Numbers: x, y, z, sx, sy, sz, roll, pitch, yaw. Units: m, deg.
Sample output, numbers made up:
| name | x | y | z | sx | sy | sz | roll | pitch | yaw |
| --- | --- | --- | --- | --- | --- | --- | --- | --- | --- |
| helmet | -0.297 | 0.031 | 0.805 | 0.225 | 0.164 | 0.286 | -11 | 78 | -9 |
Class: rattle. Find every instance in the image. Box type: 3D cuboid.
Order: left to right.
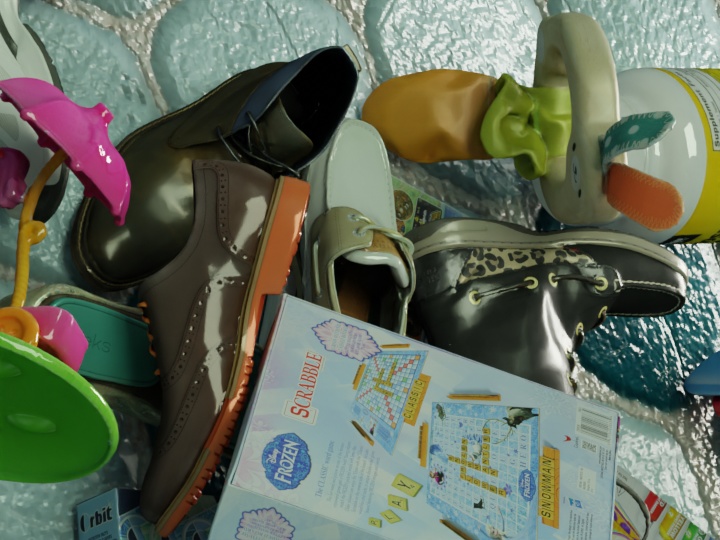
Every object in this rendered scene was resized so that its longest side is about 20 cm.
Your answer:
| name | x | y | z | sx | sy | sz | roll | pitch | yaw |
| --- | --- | --- | --- | --- | --- | --- | --- | --- | --- |
| rattle | 0.094 | -0.078 | 1.662 | 0.142 | 0.131 | 0.200 | 14 | 26 | -15 |

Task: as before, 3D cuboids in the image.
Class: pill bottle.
| name | x | y | z | sx | sy | sz | roll | pitch | yaw |
| --- | --- | --- | --- | --- | --- | --- | --- | --- | --- |
| pill bottle | 0.208 | -0.073 | 1.833 | 0.199 | 0.112 | 0.113 | -3 | 75 | -39 |

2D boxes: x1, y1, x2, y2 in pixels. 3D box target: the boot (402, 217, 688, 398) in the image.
| name | x | y | z | sx | sy | sz | roll | pitch | yaw |
| --- | --- | --- | --- | --- | --- | --- | --- | --- | --- |
| boot | 0.117 | 0.051 | 1.703 | 0.199 | 0.073 | 0.151 | 9 | 61 | -32 |

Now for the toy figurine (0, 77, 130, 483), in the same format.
| name | x | y | z | sx | sy | sz | roll | pitch | yaw |
| --- | --- | --- | --- | --- | --- | --- | --- | --- | --- |
| toy figurine | -0.194 | -0.011 | 1.443 | 0.150 | 0.199 | 0.185 | 65 | 34 | -52 |

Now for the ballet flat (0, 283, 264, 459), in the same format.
| name | x | y | z | sx | sy | sz | roll | pitch | yaw |
| --- | --- | --- | --- | --- | --- | --- | --- | --- | --- |
| ballet flat | -0.114 | 0.051 | 1.558 | 0.199 | 0.062 | 0.068 | 27 | 76 | -35 |

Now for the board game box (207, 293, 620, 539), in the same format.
| name | x | y | z | sx | sy | sz | roll | pitch | yaw |
| --- | --- | --- | --- | --- | --- | --- | --- | --- | --- |
| board game box | 0.033 | 0.106 | 1.483 | 0.198 | 0.041 | 0.200 | 20 | 28 | -2 |

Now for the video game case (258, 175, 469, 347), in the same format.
| name | x | y | z | sx | sy | sz | roll | pitch | yaw |
| --- | --- | --- | --- | --- | --- | --- | --- | --- | --- |
| video game case | 0.034 | 0.022 | 1.718 | 0.199 | 0.018 | 0.144 | 27 | 58 | -29 |

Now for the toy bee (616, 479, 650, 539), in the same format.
| name | x | y | z | sx | sy | sz | roll | pitch | yaw |
| --- | --- | --- | --- | --- | --- | --- | --- | --- | --- |
| toy bee | 0.042 | 0.163 | 1.580 | 0.199 | 0.109 | 0.132 | 20 | 65 | -17 |

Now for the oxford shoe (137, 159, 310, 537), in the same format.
| name | x | y | z | sx | sy | sz | roll | pitch | yaw |
| --- | --- | --- | --- | --- | --- | --- | --- | --- | --- |
| oxford shoe | -0.089 | 0.039 | 1.510 | 0.072 | 0.071 | 0.201 | 18 | 81 | -5 |

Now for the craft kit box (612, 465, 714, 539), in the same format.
| name | x | y | z | sx | sy | sz | roll | pitch | yaw |
| --- | --- | --- | --- | --- | --- | --- | --- | --- | --- |
| craft kit box | 0.161 | 0.235 | 1.724 | 0.200 | 0.048 | 0.198 | 37 | 56 | -22 |

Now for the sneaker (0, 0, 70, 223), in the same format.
| name | x | y | z | sx | sy | sz | roll | pitch | yaw |
| --- | --- | --- | --- | --- | --- | --- | --- | --- | --- |
| sneaker | -0.232 | -0.112 | 1.532 | 0.115 | 0.076 | 0.202 | -9 | 71 | -32 |

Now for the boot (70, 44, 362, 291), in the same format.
| name | x | y | z | sx | sy | sz | roll | pitch | yaw |
| --- | --- | --- | --- | --- | --- | --- | --- | --- | --- |
| boot | -0.080 | -0.066 | 1.607 | 0.075 | 0.097 | 0.200 | 51 | 49 | -11 |

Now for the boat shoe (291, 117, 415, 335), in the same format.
| name | x | y | z | sx | sy | sz | roll | pitch | yaw |
| --- | --- | --- | --- | --- | --- | --- | --- | --- | --- |
| boat shoe | 0.000 | 0.000 | 1.642 | 0.074 | 0.068 | 0.201 | 16 | 64 | -33 |

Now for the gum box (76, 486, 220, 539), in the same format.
| name | x | y | z | sx | sy | sz | roll | pitch | yaw |
| --- | --- | --- | --- | --- | --- | --- | --- | --- | --- |
| gum box | -0.067 | 0.223 | 1.541 | 0.169 | 0.044 | 0.201 | 7 | 69 | -38 |

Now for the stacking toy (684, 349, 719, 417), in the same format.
| name | x | y | z | sx | sy | sz | roll | pitch | yaw |
| --- | --- | --- | --- | --- | --- | --- | --- | --- | --- |
| stacking toy | 0.295 | 0.138 | 1.841 | 0.116 | 0.110 | 0.201 | -19 | 97 | -26 |
